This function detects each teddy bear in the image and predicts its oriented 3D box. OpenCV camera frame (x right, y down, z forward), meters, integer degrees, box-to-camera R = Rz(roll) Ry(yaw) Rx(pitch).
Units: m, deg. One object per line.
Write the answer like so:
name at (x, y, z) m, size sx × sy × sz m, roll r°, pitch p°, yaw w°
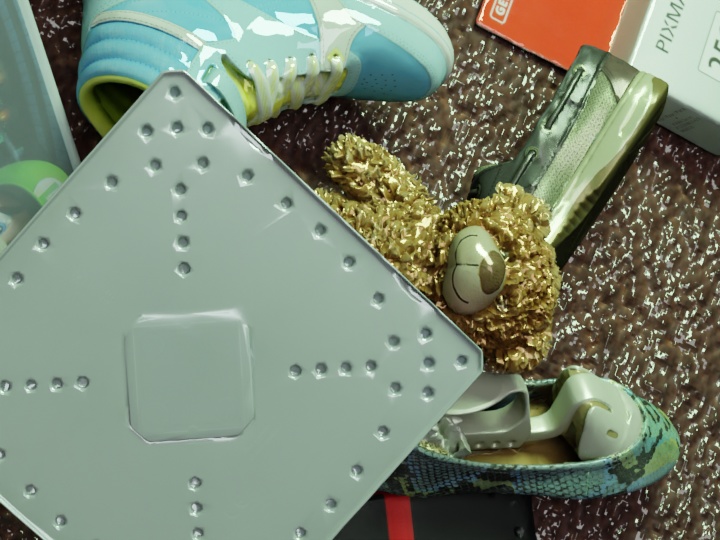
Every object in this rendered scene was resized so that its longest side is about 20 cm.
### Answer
teddy bear at (0.000, 0.000, 0.805) m, size 0.198 × 0.067 × 0.146 m, roll 19°, pitch 66°, yaw 15°

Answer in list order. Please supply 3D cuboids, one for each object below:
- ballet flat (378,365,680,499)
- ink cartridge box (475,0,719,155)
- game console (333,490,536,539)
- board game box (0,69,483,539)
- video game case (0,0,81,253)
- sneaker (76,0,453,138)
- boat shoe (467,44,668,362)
ballet flat at (0.090, 0.082, 0.850) m, size 0.198 × 0.074 × 0.075 m, roll -4°, pitch 83°, yaw -22°
ink cartridge box at (0.179, -0.196, 0.945) m, size 0.172 × 0.043 × 0.202 m, roll 25°, pitch 75°, yaw -16°
game console at (0.019, 0.212, 0.838) m, size 0.175 × 0.031 × 0.203 m, roll -3°, pitch 84°, yaw -25°
board game box at (-0.078, 0.047, 0.744) m, size 0.200 × 0.026 × 0.200 m, roll 42°, pitch 92°, yaw -8°
video game case at (-0.213, -0.042, 0.736) m, size 0.181 × 0.023 × 0.202 m, roll -31°, pitch 117°, yaw -33°
sneaker at (-0.051, -0.088, 0.810) m, size 0.197 × 0.080 × 0.132 m, roll 11°, pitch 54°, yaw -8°
boat shoe at (0.089, -0.034, 0.879) m, size 0.066 × 0.072 × 0.202 m, roll 35°, pitch 84°, yaw 16°
